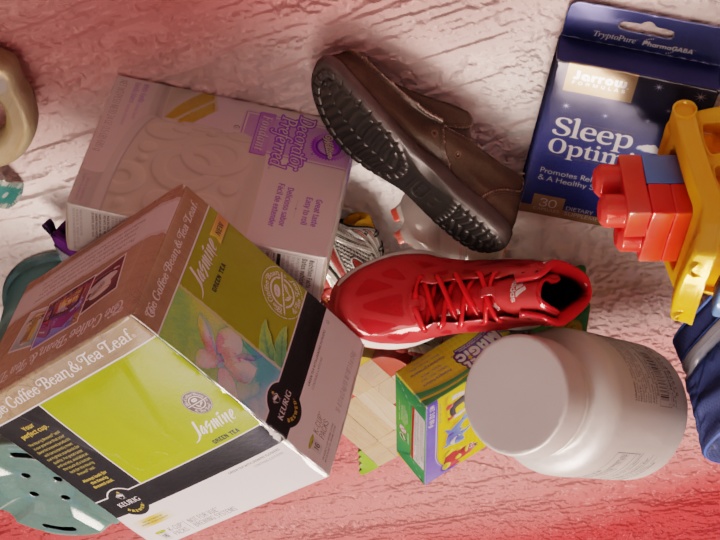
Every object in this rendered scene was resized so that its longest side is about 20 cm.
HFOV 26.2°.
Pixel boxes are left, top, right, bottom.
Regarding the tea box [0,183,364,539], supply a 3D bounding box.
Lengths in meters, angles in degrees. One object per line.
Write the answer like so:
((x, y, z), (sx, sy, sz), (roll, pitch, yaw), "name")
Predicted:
((-0.141, 0.077, 1.140), (0.199, 0.134, 0.197), (-27, 123, 37), "tea box")

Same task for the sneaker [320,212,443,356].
((0.000, 0.000, 1.279), (0.200, 0.082, 0.078), (42, 171, -23), "sneaker")

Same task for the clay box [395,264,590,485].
((0.120, 0.084, 1.289), (0.199, 0.048, 0.116), (-29, 145, -20), "clay box")

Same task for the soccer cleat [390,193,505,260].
((0.096, -0.001, 1.278), (0.077, 0.070, 0.200), (-24, 134, 14), "soccer cleat")

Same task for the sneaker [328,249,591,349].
((0.082, 0.014, 1.166), (0.198, 0.079, 0.115), (-9, 177, -21), "sneaker")

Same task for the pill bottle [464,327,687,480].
((0.168, 0.104, 1.211), (0.113, 0.116, 0.199), (-17, 163, 32), "pill bottle")

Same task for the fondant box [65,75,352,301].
((-0.112, -0.065, 1.191), (0.198, 0.145, 0.059), (12, 140, 0), "fondant box")

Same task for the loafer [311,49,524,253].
((0.046, -0.099, 1.176), (0.200, 0.071, 0.073), (43, 154, -13), "loafer")

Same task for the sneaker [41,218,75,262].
((-0.181, -0.035, 1.310), (0.198, 0.075, 0.088), (-21, 111, 24), "sneaker")

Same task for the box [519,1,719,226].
((0.191, -0.107, 1.149), (0.120, 0.033, 0.201), (11, 140, 2), "box")

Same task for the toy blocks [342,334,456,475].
((0.024, 0.092, 1.402), (0.137, 0.100, 0.199), (42, 133, -16), "toy blocks")

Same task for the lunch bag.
((0.344, 0.065, 1.239), (0.134, 0.134, 0.200), (9, 144, -22), "lunch bag")

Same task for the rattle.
((-0.327, -0.079, 1.244), (0.129, 0.144, 0.201), (2, 138, -17), "rattle")

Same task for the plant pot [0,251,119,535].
((-0.263, 0.121, 1.417), (0.198, 0.198, 0.201), (8, 141, 7), "plant pot")

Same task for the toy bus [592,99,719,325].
((0.258, -0.023, 1.065), (0.189, 0.202, 0.136), (-2, 143, -7), "toy bus")
